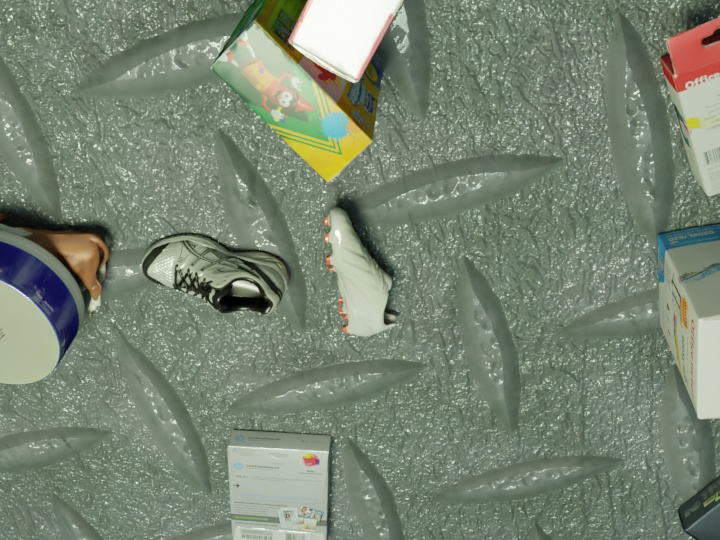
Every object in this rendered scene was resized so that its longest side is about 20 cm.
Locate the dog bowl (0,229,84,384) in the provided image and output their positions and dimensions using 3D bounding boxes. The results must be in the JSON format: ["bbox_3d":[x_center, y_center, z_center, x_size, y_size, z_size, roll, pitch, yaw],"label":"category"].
[{"bbox_3d":[-0.462,0.049,1.148,0.197,0.079,0.202,6,130,7],"label":"dog bowl"}]

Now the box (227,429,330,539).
[{"bbox_3d":[-0.124,0.340,1.384,0.153,0.041,0.203,3,122,2],"label":"box"}]

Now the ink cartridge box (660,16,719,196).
[{"bbox_3d":[0.416,-0.200,1.013,0.115,0.068,0.202,-19,117,14],"label":"ink cartridge box"}]

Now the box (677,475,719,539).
[{"bbox_3d":[0.601,0.353,1.335,0.157,0.051,0.200,34,117,-14],"label":"box"}]

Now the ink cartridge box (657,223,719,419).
[{"bbox_3d":[0.453,0.055,1.083,0.142,0.201,0.149,-8,120,8],"label":"ink cartridge box"}]

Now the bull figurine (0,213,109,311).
[{"bbox_3d":[-0.427,-0.013,1.185,0.197,0.066,0.123,6,128,8],"label":"bull figurine"}]

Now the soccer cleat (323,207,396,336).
[{"bbox_3d":[0.000,0.000,1.165,0.076,0.070,0.202,-10,127,4],"label":"soccer cleat"}]

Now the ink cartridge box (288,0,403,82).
[{"bbox_3d":[0.008,-0.298,0.908,0.082,0.201,0.147,27,119,-8],"label":"ink cartridge box"}]

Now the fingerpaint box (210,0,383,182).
[{"bbox_3d":[-0.060,-0.213,0.962,0.073,0.201,0.167,-38,112,24],"label":"fingerpaint box"}]

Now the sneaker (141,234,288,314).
[{"bbox_3d":[-0.194,0.010,1.168,0.197,0.088,0.077,6,123,2],"label":"sneaker"}]
